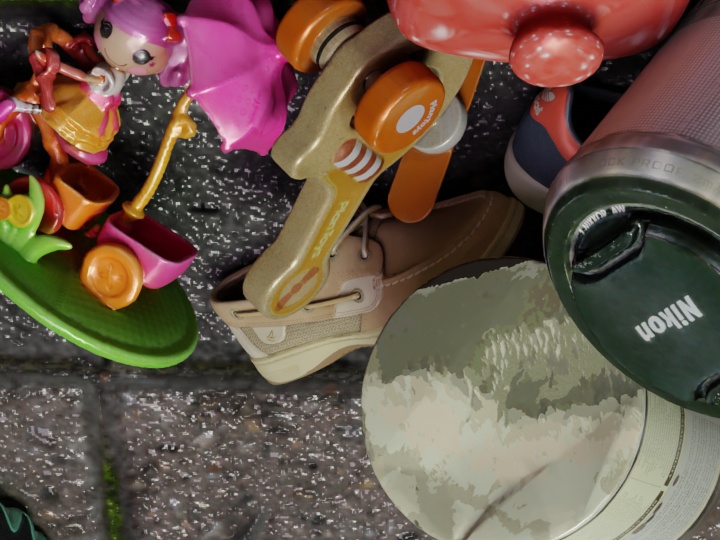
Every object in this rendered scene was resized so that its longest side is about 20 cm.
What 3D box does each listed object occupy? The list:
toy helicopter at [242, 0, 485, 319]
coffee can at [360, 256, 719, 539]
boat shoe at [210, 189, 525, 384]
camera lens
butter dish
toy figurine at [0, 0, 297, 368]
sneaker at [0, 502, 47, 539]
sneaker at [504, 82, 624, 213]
[{"bbox_3d":[0.000,-0.056,1.451,0.079,0.132,0.200,46,126,24],"label":"toy helicopter"},{"bbox_3d":[0.101,0.079,1.481,0.146,0.147,0.200,-15,167,17],"label":"coffee can"},{"bbox_3d":[0.000,0.000,1.525,0.200,0.071,0.065,-28,114,36],"label":"boat shoe"},{"bbox_3d":[0.192,-0.041,1.338,0.160,0.200,0.160,26,145,21],"label":"camera lens"},{"bbox_3d":[0.085,-0.154,1.311,0.199,0.148,0.200,1,154,-5],"label":"butter dish"},{"bbox_3d":[-0.119,-0.083,1.469,0.200,0.150,0.184,40,111,7],"label":"toy figurine"},{"bbox_3d":[-0.239,0.228,1.736,0.139,0.078,0.200,-14,126,15],"label":"sneaker"},{"bbox_3d":[0.178,-0.049,1.477,0.199,0.075,0.085,16,133,-7],"label":"sneaker"}]
